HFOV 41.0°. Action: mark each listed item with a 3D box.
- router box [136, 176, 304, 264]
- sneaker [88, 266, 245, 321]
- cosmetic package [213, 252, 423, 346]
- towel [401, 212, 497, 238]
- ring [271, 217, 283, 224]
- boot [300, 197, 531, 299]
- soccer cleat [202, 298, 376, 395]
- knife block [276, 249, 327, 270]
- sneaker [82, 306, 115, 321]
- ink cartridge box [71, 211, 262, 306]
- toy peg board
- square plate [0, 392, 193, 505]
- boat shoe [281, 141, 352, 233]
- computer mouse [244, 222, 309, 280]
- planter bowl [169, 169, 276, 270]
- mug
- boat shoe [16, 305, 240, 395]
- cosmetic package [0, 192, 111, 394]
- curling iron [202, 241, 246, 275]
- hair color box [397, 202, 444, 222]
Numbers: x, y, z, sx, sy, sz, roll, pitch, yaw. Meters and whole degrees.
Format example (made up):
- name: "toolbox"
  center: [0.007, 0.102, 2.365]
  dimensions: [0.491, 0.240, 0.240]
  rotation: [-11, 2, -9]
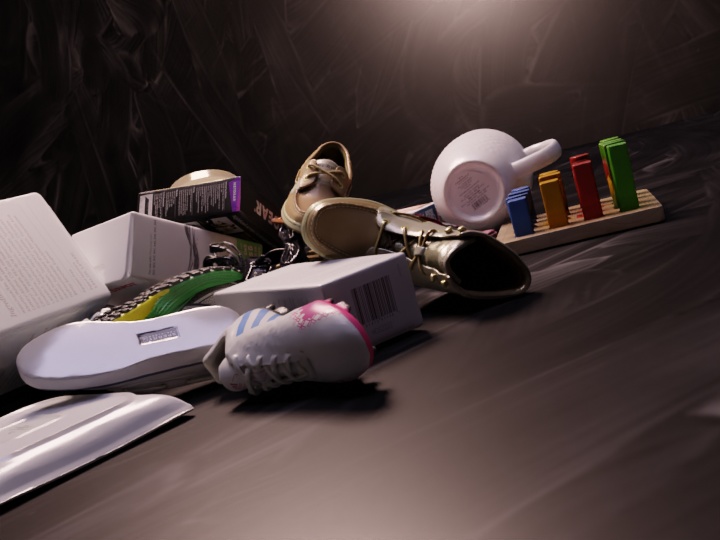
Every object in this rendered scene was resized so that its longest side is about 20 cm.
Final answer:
- name: "router box"
  center: [-0.178, -0.055, 1.272]
  dimensions: [0.148, 0.051, 0.200]
  rotation: [-6, -19, 19]
- name: "sneaker"
  center: [-0.195, 0.056, 0.990]
  dimensions: [0.200, 0.086, 0.078]
  rotation: [-33, 14, -38]
- name: "cosmetic package"
  center: [-0.045, 0.036, 0.914]
  dimensions: [0.101, 0.072, 0.199]
  rotation: [-21, 9, -34]
- name: "towel"
  center: [0.063, -0.058, 1.219]
  dimensions: [0.143, 0.023, 0.199]
  rotation: [10, 1, 42]
- name: "ring"
  center: [-0.014, -0.052, 1.219]
  dimensions: [0.199, 0.019, 0.200]
  rotation: [10, 0, 0]
- name: "boot"
  center: [0.052, -0.021, 0.931]
  dimensions: [0.199, 0.073, 0.155]
  rotation: [17, 1, -19]
- name: "soccer cleat"
  center: [-0.061, 0.070, 0.760]
  dimensions: [0.086, 0.070, 0.200]
  rotation: [-36, 14, -25]
- name: "knife block"
  center: [0.000, 0.000, 1.130]
  dimensions: [0.175, 0.064, 0.200]
  rotation: [-10, 8, 32]
- name: "sneaker"
  center: [-0.285, 0.081, 1.038]
  dimensions: [0.071, 0.073, 0.200]
  rotation: [-1, 6, -5]
- name: "ink cartridge box"
  center: [-0.243, 0.000, 1.208]
  dimensions: [0.145, 0.085, 0.199]
  rotation: [-14, -21, 42]
- name: "toy peg board"
  center: [0.263, -0.099, 1.212]
  dimensions: [0.198, 0.099, 0.200]
  rotation: [-13, 7, 13]
- name: "square plate"
  center: [-0.267, 0.138, 0.768]
  dimensions: [0.199, 0.029, 0.198]
  rotation: [-9, 9, 41]
- name: "boat shoe"
  center: [-0.047, -0.099, 1.124]
  dimensions: [0.073, 0.067, 0.200]
  rotation: [14, 25, -5]
- name: "computer mouse"
  center: [-0.126, 0.034, 1.089]
  dimensions: [0.200, 0.046, 0.141]
  rotation: [-41, 23, 7]
- name: "planter bowl"
  center: [-0.229, -0.068, 1.477]
  dimensions: [0.199, 0.136, 0.201]
  rotation: [-12, -27, -6]
- name: "mug"
  center: [0.195, -0.135, 1.386]
  dimensions: [0.199, 0.148, 0.175]
  rotation: [-24, 6, 17]
- name: "boat shoe"
  center: [-0.201, 0.082, 0.866]
  dimensions: [0.199, 0.066, 0.072]
  rotation: [-12, 43, -17]
- name: "cosmetic package"
  center: [-0.431, 0.040, 1.093]
  dimensions: [0.200, 0.165, 0.165]
  rotation: [-23, -20, -52]
- name: "curling iron"
  center: [-0.198, 0.027, 1.114]
  dimensions: [0.200, 0.050, 0.025]
  rotation: [-36, -14, 37]
- name: "hair color box"
  center: [0.046, -0.051, 1.437]
  dimensions: [0.099, 0.061, 0.200]
  rotation: [-10, 8, 30]
